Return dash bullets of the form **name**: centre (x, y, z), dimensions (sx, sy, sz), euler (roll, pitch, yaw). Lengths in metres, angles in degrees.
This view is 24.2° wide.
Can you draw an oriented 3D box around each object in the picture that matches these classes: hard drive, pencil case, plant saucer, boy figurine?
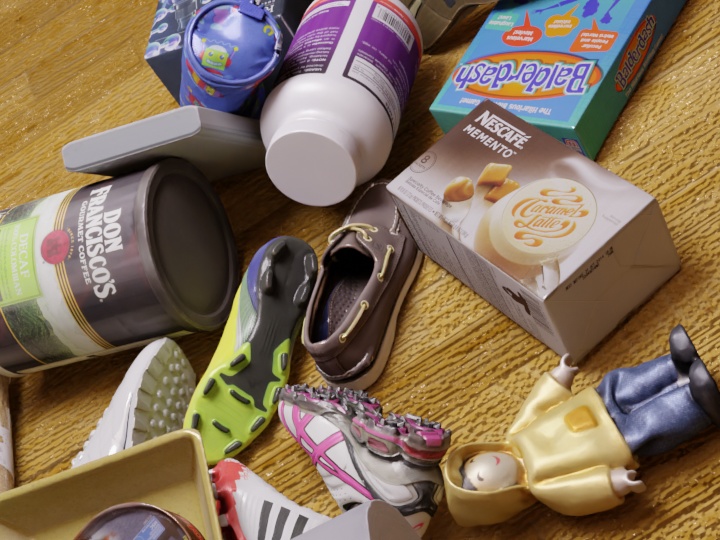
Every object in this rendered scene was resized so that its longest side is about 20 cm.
- **hard drive**: centre (-0.145, -0.104, 1.442), dimensions (0.131, 0.200, 0.026), euler (-14, 84, 23)
- **pencil case**: centre (-0.112, -0.171, 1.426), dimensions (0.087, 0.078, 0.200), euler (-58, 2, -12)
- **plant saucer**: centre (-0.172, 0.238, 1.208), dimensions (0.199, 0.048, 0.201), euler (-21, 69, 18)
- **boy figurine**: centre (0.145, 0.110, 1.140), dimensions (0.199, 0.064, 0.125), euler (-25, 46, 9)

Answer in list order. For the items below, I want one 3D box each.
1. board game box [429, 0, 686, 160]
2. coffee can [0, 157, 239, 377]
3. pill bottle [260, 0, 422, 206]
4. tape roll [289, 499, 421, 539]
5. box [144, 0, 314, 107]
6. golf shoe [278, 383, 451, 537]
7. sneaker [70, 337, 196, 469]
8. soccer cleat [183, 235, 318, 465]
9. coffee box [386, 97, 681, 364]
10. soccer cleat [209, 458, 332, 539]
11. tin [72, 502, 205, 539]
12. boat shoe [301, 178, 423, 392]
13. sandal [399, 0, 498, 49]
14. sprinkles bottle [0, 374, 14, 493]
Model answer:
- **board game box**: centre (0.169, -0.188, 1.403), dimensions (0.152, 0.045, 0.200), euler (12, 61, 40)
- **coffee can**: centre (-0.224, 0.000, 1.423), dimensions (0.199, 0.146, 0.147), euler (-15, 46, 24)
- **pill bottle**: centre (-0.018, -0.146, 1.418), dimensions (0.112, 0.113, 0.200), euler (-11, 37, 26)
- **tape roll**: centre (0.025, 0.239, 1.000), dimensions (0.066, 0.200, 0.201), euler (-28, 42, 8)
- **box**: centre (-0.103, -0.253, 1.598), dimensions (0.148, 0.107, 0.201), euler (-14, 47, 23)
- **golf shoe**: centre (-0.009, 0.135, 1.211), dimensions (0.200, 0.072, 0.093), euler (20, 102, 61)
- **sneaker**: centre (-0.188, 0.140, 1.331), dimensions (0.080, 0.076, 0.201), euler (-12, 47, 33)
- **soccer cleat**: centre (-0.087, 0.067, 1.348), dimensions (0.201, 0.065, 0.084), euler (-68, 10, -18)
- **coffee box**: centre (0.127, -0.034, 1.263), dimensions (0.114, 0.080, 0.200), euler (-40, 43, -10)
- **soccer cleat**: centre (-0.056, 0.193, 1.204), dimensions (0.085, 0.069, 0.200), euler (-9, 23, -18)
- **tin**: centre (-0.179, 0.252, 1.161), dimensions (0.200, 0.042, 0.112), euler (-49, 59, 5)
- **boat shoe**: centre (0.000, 0.000, 1.337), dimensions (0.072, 0.060, 0.201), euler (-6, 50, 29)
- **sandal**: centre (0.094, -0.259, 1.463), dimensions (0.054, 0.080, 0.200), euler (-34, 0, -37)
- **sprinkles bottle**: centre (-0.327, 0.144, 1.421), dimensions (0.068, 0.068, 0.200), euler (-27, 43, 10)
